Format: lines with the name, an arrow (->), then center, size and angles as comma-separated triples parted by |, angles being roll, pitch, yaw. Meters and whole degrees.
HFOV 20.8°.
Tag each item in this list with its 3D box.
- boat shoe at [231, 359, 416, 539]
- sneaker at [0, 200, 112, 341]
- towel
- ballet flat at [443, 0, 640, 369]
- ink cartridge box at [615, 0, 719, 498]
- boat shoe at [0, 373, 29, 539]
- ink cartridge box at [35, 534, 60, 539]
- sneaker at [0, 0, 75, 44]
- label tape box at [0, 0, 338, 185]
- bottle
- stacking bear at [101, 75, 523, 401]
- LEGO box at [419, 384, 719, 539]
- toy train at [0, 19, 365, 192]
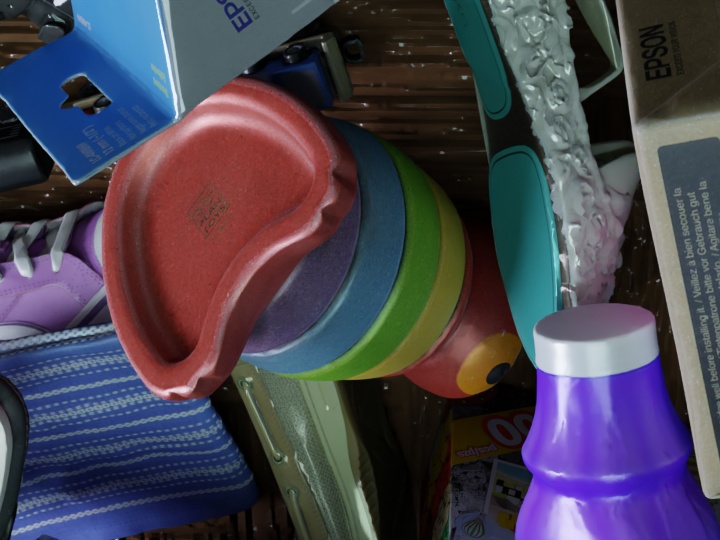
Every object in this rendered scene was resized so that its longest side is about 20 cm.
boat shoe -> -0.018, 0.100, 0.928 | 0.063, 0.073, 0.202 | -5, 121, 16
sneaker -> -0.174, 0.002, 0.872 | 0.200, 0.073, 0.114 | -33, 112, 23
towel -> -0.134, 0.083, 0.894 | 0.144, 0.024, 0.200 | -12, 151, 5
ballet flat -> 0.080, -0.061, 0.784 | 0.071, 0.072, 0.202 | -12, 96, 12
ink cartridge box -> 0.146, -0.040, 0.747 | 0.074, 0.201, 0.166 | -10, 122, 10
boat shoe -> -0.178, 0.096, 0.840 | 0.072, 0.068, 0.200 | 36, 137, 6
ink cartridge box -> -0.068, 0.174, 0.894 | 0.195, 0.200, 0.044 | 21, 90, 0
sneaker -> -0.150, -0.112, 0.793 | 0.199, 0.071, 0.099 | -28, 113, 16
label tape box -> -0.051, -0.129, 0.690 | 0.199, 0.143, 0.066 | -36, 118, -7
bottle -> 0.101, 0.115, 0.763 | 0.083, 0.065, 0.202 | 9, 112, 49
stacking bear -> 0.000, 0.000, 0.813 | 0.199, 0.114, 0.122 | 21, 113, -47
LEGO box -> 0.127, 0.141, 0.896 | 0.198, 0.149, 0.078 | 12, 123, -5
toy train -> -0.094, -0.066, 0.836 | 0.198, 0.046, 0.034 | -14, 122, 12
